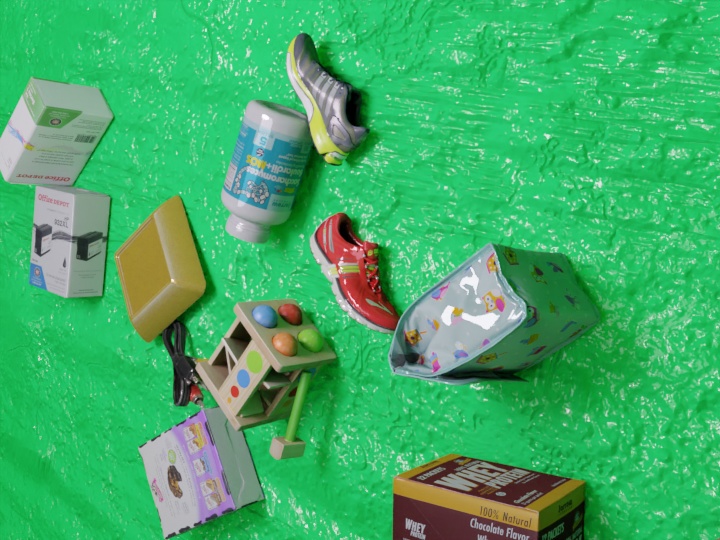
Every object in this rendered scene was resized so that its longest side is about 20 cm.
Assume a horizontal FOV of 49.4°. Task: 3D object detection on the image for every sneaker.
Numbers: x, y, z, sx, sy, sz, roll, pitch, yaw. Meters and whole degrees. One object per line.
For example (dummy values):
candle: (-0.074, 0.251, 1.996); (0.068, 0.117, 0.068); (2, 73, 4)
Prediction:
sneaker: (0.000, 0.000, 1.092); (0.085, 0.077, 0.200); (-46, 65, 24)
sneaker: (-0.042, -0.256, 1.126); (0.081, 0.074, 0.201); (-26, 81, 26)

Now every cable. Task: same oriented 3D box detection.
cable: (-0.296, 0.163, 1.335); (0.097, 0.050, 0.200); (-58, 37, 7)

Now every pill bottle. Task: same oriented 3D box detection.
pill bottle: (-0.143, -0.145, 1.176); (0.111, 0.110, 0.201); (31, 111, 33)

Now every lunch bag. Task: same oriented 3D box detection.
lunch bag: (0.148, 0.070, 0.913); (0.200, 0.170, 0.122); (-43, 59, 31)

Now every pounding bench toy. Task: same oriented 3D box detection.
pounding bench toy: (-0.116, 0.157, 1.156); (0.200, 0.124, 0.156); (50, 119, 26)

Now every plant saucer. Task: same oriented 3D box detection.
plant saucer: (-0.369, -0.003, 1.387); (0.200, 0.048, 0.201); (-38, 62, 34)

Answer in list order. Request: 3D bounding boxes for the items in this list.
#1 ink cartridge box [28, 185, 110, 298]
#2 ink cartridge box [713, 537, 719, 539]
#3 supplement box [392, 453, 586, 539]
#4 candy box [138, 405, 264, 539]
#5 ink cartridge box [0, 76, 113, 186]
ink cartridge box: (-0.574, -0.059, 1.540); (0.144, 0.083, 0.202); (14, 100, 38)
ink cartridge box: (0.352, 0.362, 0.741); (0.075, 0.199, 0.166); (-35, 70, 33)
supplement box: (0.153, 0.348, 0.942); (0.196, 0.132, 0.202); (2, 94, 39)
candy box: (-0.273, 0.340, 1.323); (0.199, 0.071, 0.169); (-31, 73, 34)
ink cartridge box: (-0.594, -0.262, 1.510); (0.200, 0.144, 0.084); (-46, 64, 31)
